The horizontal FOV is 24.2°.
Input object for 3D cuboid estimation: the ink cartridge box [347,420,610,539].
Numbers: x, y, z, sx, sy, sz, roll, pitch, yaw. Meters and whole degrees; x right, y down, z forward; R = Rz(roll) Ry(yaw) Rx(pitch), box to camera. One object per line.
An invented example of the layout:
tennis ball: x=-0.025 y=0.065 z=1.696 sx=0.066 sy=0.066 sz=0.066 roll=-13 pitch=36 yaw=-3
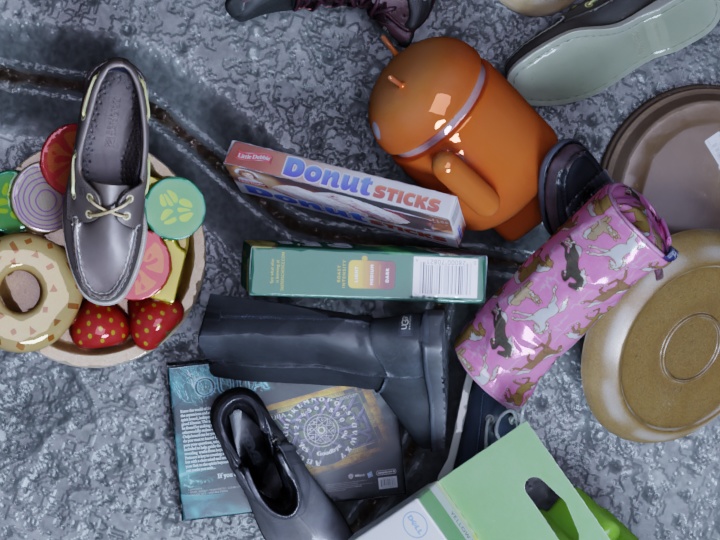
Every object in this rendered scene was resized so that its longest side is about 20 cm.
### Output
ink cartridge box: x=0.094 y=0.232 z=1.336 sx=0.200 sy=0.048 sz=0.146 roll=-38 pitch=85 yaw=34

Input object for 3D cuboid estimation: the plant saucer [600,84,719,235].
plant saucer: x=0.308 y=-0.065 z=1.491 sx=0.197 sy=0.029 sz=0.203 roll=0 pitch=92 yaw=-7

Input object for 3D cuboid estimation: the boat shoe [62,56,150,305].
boat shoe: x=-0.204 y=-0.072 z=1.361 sx=0.071 sy=0.060 sz=0.203 roll=6 pitch=91 yaw=-8

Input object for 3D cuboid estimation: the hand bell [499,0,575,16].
hand bell: x=0.166 y=-0.271 z=1.377 sx=0.103 sy=0.200 sz=0.106 roll=0 pitch=93 yaw=-6

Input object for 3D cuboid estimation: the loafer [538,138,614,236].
loafer: x=0.203 y=-0.025 z=1.412 sx=0.072 sy=0.063 sz=0.201 roll=-40 pitch=135 yaw=-20

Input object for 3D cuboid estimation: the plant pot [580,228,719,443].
plant pot: x=0.280 y=0.063 z=1.447 sx=0.198 sy=0.027 sz=0.202 roll=-12 pitch=118 yaw=-24

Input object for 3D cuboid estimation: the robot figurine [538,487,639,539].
robot figurine: x=0.153 y=0.288 z=1.438 sx=0.201 sy=0.116 sz=0.175 roll=-50 pitch=129 yaw=1

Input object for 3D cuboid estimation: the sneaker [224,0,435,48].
sneaker: x=-0.008 y=-0.230 z=1.422 sx=0.198 sy=0.076 sz=0.116 roll=-28 pitch=99 yaw=-6

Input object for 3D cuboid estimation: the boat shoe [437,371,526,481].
boat shoe: x=0.106 y=0.145 z=1.426 sx=0.061 sy=0.075 sz=0.202 roll=10 pitch=64 yaw=12

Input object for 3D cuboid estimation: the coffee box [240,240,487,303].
coffee box: x=0.000 y=0.000 z=1.408 sx=0.197 sy=0.123 sz=0.045 roll=2 pitch=93 yaw=-6

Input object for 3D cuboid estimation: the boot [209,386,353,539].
boot: x=-0.063 y=0.189 z=1.373 sx=0.070 sy=0.132 sz=0.201 roll=-37 pitch=96 yaw=-5

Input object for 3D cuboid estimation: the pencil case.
pencil case: x=0.164 y=0.022 z=1.353 sx=0.087 sy=0.083 sz=0.200 roll=46 pitch=112 yaw=2

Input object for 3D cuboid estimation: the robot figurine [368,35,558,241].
robot figurine: x=0.086 y=-0.115 z=1.405 sx=0.200 sy=0.116 sz=0.145 roll=42 pitch=65 yaw=-25

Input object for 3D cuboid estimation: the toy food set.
toy food set: x=-0.228 y=-0.018 z=1.414 sx=0.197 sy=0.049 sz=0.201 roll=14 pitch=90 yaw=-7

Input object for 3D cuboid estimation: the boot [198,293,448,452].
boot: x=-0.027 y=0.087 z=1.395 sx=0.197 sy=0.066 sz=0.166 roll=0 pitch=137 yaw=6

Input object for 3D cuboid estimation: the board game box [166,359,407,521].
board game box: x=-0.064 y=0.137 z=1.451 sx=0.197 sy=0.028 sz=0.137 roll=-5 pitch=93 yaw=-6

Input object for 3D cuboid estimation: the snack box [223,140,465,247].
snack box: x=-0.012 y=-0.064 z=1.394 sx=0.198 sy=0.072 sz=0.025 roll=15 pitch=76 yaw=14

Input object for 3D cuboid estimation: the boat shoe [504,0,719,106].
boat shoe: x=0.213 y=-0.206 z=1.459 sx=0.199 sy=0.061 sz=0.072 roll=-23 pitch=133 yaw=-2
